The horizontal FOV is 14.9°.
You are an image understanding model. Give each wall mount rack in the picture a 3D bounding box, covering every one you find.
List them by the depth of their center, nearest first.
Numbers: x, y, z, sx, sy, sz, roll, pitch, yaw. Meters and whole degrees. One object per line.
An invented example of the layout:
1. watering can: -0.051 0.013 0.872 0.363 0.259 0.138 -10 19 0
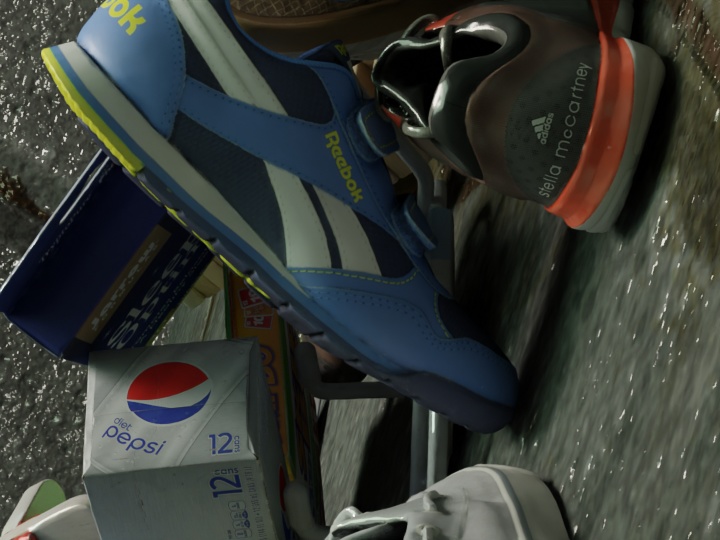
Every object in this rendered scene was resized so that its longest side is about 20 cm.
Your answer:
1. wall mount rack: 0.000 0.000 1.050 0.200 0.074 0.175 -88 -1 -64

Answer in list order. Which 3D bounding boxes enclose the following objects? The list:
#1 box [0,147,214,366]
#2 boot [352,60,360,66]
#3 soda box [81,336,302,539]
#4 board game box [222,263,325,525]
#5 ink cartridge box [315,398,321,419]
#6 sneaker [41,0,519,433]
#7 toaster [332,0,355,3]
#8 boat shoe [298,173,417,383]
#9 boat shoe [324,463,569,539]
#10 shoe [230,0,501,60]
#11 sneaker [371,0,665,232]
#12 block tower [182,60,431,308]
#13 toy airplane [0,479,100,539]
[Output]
1. box: -0.080 -0.018 1.065 0.121 0.032 0.200 -54 -7 -1
2. boot: 0.012 -0.141 1.158 0.199 0.070 0.132 -33 7 -4
3. soda box: -0.057 0.116 1.070 0.201 0.068 0.064 79 -174 -45
4. board game box: -0.036 0.065 1.174 0.200 0.030 0.096 73 -169 -65
5. ink cartridge box: -0.062 0.157 1.437 0.094 0.044 0.201 111 171 -49
6. sneaker: -0.012 -0.026 0.920 0.082 0.200 0.074 -47 9 -7
7. toaster: 0.005 -0.180 0.945 0.113 0.130 0.200 -23 20 20
8. boat shoe: -0.013 -0.016 1.309 0.200 0.073 0.065 -87 19 -61
9. boat shoe: 0.018 0.096 0.817 0.200 0.068 0.072 -111 37 -79
10. shoe: 0.012 -0.100 1.026 0.199 0.070 0.054 -20 -42 -44
11. sneaker: 0.045 -0.067 0.913 0.200 0.081 0.078 -121 48 -80
12. block tower: -0.027 -0.054 1.229 0.199 0.054 0.058 -31 33 33
13. toy airplane: -0.090 0.181 1.219 0.199 0.140 0.202 37 -131 -63
